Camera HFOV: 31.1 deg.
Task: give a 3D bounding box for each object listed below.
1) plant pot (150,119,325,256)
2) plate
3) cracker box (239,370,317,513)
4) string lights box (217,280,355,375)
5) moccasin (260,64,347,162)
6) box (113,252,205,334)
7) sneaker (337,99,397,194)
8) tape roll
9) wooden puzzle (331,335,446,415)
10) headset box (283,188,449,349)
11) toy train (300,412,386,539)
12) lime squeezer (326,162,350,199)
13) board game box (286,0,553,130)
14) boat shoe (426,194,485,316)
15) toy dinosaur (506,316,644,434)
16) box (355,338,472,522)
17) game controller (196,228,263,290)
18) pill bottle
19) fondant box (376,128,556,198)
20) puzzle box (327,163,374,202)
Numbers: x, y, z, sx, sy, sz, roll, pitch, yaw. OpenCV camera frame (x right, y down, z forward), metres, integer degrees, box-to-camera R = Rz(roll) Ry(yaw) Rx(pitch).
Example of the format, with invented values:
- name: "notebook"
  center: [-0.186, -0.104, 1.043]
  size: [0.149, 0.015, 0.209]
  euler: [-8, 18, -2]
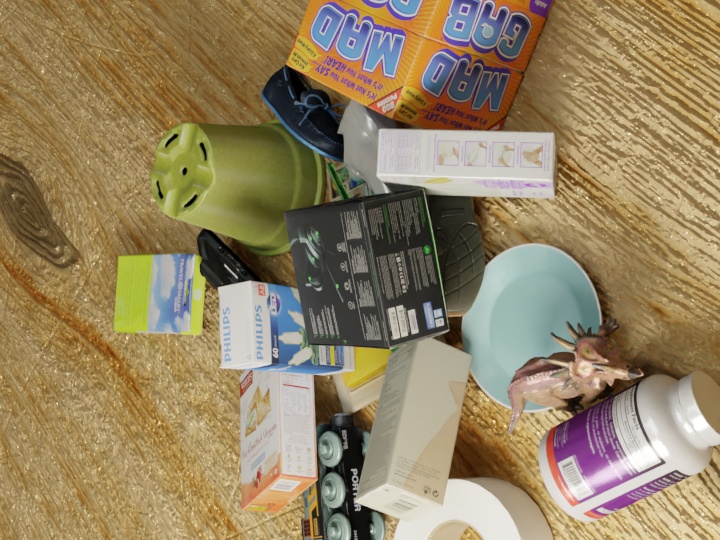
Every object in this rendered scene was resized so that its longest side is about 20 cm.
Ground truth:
- name: "plant pot"
  center: [-0.183, -0.128, 1.804]
  size: [0.200, 0.184, 0.201]
  euler: [-7, 80, 42]
- name: "plate"
  center: [0.206, 0.068, 1.540]
  size: [0.200, 0.026, 0.201]
  euler: [-5, 83, 41]
- name: "cracker box"
  center: [-0.112, 0.207, 1.732]
  size: [0.134, 0.058, 0.201]
  euler: [-47, 38, 49]
- name: "string lights box"
  center: [-0.092, 0.076, 1.639]
  size: [0.059, 0.200, 0.103]
  euler: [-11, 78, 36]
- name: "moccasin"
  center: [-0.074, -0.224, 1.788]
  size: [0.200, 0.080, 0.068]
  euler: [45, 110, 34]
- name: "box"
  center: [-0.301, 0.036, 1.976]
  size: [0.200, 0.048, 0.122]
  euler: [-1, 84, 46]
- name: "sneaker"
  center: [0.018, -0.135, 1.668]
  size: [0.089, 0.075, 0.200]
  euler: [-49, 42, 33]
- name: "tape roll"
  center: [0.133, 0.349, 1.542]
  size: [0.202, 0.071, 0.203]
  euler: [-5, 82, 41]
- name: "wooden puzzle"
  center: [0.015, 0.071, 1.702]
  size: [0.200, 0.037, 0.186]
  euler: [-34, 64, 34]
- name: "headset box"
  center: [0.000, 0.000, 1.564]
  size: [0.200, 0.093, 0.175]
  euler: [-4, 98, 57]
- name: "toy train"
  center: [-0.033, 0.291, 1.694]
  size: [0.114, 0.085, 0.201]
  euler: [-21, 71, 48]
- name: "lime squeezer"
  center: [0.005, -0.064, 1.647]
  size: [0.038, 0.071, 0.200]
  euler: [-31, 43, -13]
- name: "board game box"
  center: [0.072, -0.293, 1.583]
  size: [0.200, 0.200, 0.200]
  euler: [33, 107, 39]
- name: "boat shoe"
  center: [0.113, -0.040, 1.608]
  size: [0.075, 0.074, 0.201]
  euler: [0, 74, -1]
- name: "toy dinosaur"
  center: [0.218, 0.114, 1.418]
  size: [0.200, 0.135, 0.086]
  euler: [-30, 73, 28]
- name: "box"
  center: [0.065, 0.188, 1.549]
  size: [0.095, 0.078, 0.201]
  euler: [-41, 29, 58]
- name: "game controller"
  center: [-0.171, 0.021, 1.847]
  size: [0.200, 0.042, 0.105]
  euler: [42, 144, 36]
- name: "pill bottle"
  center: [0.296, 0.185, 1.388]
  size: [0.200, 0.112, 0.113]
  euler: [-34, 64, 33]
- name: "fondant box"
  center: [0.126, -0.123, 1.499]
  size: [0.199, 0.144, 0.058]
  euler: [1, 86, 10]
- name: "puzzle box"
  center: [0.021, -0.064, 1.694]
  size: [0.133, 0.025, 0.201]
  euler: [-25, 60, 33]
